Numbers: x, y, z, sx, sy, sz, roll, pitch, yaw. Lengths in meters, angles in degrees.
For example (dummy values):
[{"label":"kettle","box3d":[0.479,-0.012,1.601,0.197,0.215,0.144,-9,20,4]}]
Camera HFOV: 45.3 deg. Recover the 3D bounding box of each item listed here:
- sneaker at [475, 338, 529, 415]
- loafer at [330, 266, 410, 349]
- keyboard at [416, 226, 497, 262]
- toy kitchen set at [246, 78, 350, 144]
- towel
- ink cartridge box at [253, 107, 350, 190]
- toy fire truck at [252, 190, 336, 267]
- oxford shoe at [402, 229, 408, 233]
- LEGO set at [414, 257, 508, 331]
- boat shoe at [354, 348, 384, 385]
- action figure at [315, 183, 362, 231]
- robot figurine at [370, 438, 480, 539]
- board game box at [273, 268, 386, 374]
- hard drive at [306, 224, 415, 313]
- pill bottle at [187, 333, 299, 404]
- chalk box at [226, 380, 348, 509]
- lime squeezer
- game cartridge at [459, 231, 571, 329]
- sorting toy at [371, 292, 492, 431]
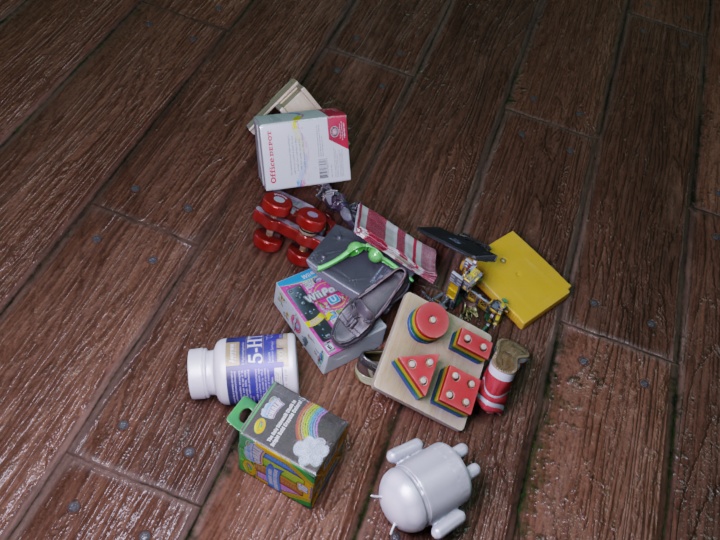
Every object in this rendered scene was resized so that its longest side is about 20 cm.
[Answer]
[{"label":"sneaker","box3d":[0.275,0.211,1.701,0.070,0.115,0.199,25,19,15]},{"label":"loafer","box3d":[0.017,0.064,1.650,0.072,0.063,0.200,43,75,14]},{"label":"keyboard","box3d":[0.223,-0.057,1.894,0.125,0.021,0.199,-2,23,-37]},{"label":"toy kitchen set","box3d":[-0.157,-0.335,2.090,0.163,0.181,0.200,-42,21,3]},{"label":"towel","box3d":[0.076,-0.061,1.788,0.198,0.023,0.145,32,23,-11]},{"label":"ink cartridge box","box3d":[-0.134,-0.274,1.928,0.195,0.149,0.145,-8,19,-12]},{"label":"toy fire truck","box3d":[-0.132,-0.106,1.869,0.196,0.114,0.168,24,30,9]},{"label":"oxford shoe","box3d":[0.049,-0.014,1.852,0.071,0.071,0.200,45,59,2]},{"label":"LEGO set","box3d":[0.215,0.070,1.765,0.198,0.117,0.154,-30,60,-31]},{"label":"boat shoe","box3d":[0.088,0.192,1.671,0.195,0.066,0.074,3,48,-8]},{"label":"action figure","box3d":[-0.027,-0.128,1.899,0.201,0.070,0.129,50,21,23]},{"label":"robot figurine","box3d":[0.112,0.373,1.487,0.197,0.114,0.171,-23,64,-27]},{"label":"board game box","box3d":[-0.064,0.088,1.734,0.145,0.065,0.201,-23,57,-28]},{"label":"hard drive","box3d":[0.000,0.000,1.750,0.197,0.043,0.135,30,52,11]},{"label":"pill bottle","box3d":[-0.213,0.182,1.581,0.195,0.121,0.122,-5,49,-4]},{"label":"chalk box","box3d":[-0.137,0.293,1.504,0.197,0.125,0.125,26,50,14]},{"label":"lime squeezer","box3d":[0.013,-0.022,1.718,0.195,0.038,0.072,8,51,-8]},{"label":"game cartridge","box3d":[0.343,0.019,1.897,0.174,0.033,0.200,-28,62,-30]},{"label":"sorting toy","box3d":[0.147,0.166,1.628,0.196,0.070,0.203,27,67,-11]}]
